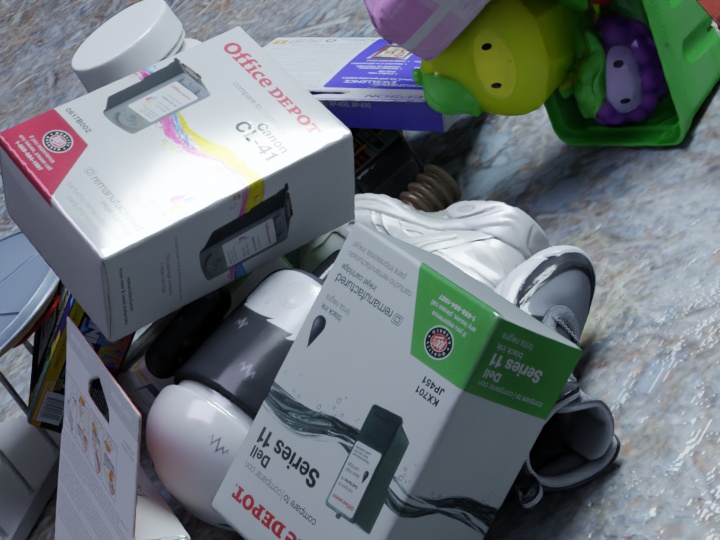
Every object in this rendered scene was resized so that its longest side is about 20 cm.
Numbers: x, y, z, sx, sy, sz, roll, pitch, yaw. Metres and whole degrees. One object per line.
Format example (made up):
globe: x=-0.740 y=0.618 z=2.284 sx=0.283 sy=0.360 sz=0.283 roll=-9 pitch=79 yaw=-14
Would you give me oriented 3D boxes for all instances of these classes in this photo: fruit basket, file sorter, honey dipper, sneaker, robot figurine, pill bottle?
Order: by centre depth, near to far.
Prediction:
sneaker: x=0.120 y=0.069 z=1.245 sx=0.113 sy=0.076 sz=0.201 roll=1 pitch=50 yaw=48
robot figurine: x=-0.053 y=0.081 z=1.345 sx=0.150 sy=0.125 sz=0.200 roll=16 pitch=57 yaw=49
sneaker: x=0.030 y=0.003 z=1.433 sx=0.199 sy=0.078 sz=0.100 roll=-3 pitch=49 yaw=35
fruit basket: x=0.145 y=-0.175 z=1.458 sx=0.155 sy=0.216 sz=0.216 roll=4 pitch=46 yaw=51
honey dipper: x=0.000 y=0.000 z=1.529 sx=0.200 sy=0.038 sz=0.038 roll=-47 pitch=29 yaw=-17
file sorter: x=-0.325 y=0.149 z=1.568 sx=0.138 sy=0.125 sz=0.201 roll=-14 pitch=33 yaw=34
pill bottle: x=-0.152 y=-0.123 z=1.717 sx=0.113 sy=0.201 sz=0.114 roll=-27 pitch=28 yaw=15

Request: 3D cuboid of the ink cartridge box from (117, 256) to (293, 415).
ink cartridge box: x=-0.112 y=0.057 z=1.497 sx=0.117 sy=0.067 sz=0.200 roll=-47 pitch=11 yaw=-20

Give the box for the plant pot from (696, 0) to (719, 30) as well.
plant pot: x=0.319 y=-0.198 z=1.324 sx=0.176 sy=0.200 sz=0.200 roll=-41 pitch=25 yaw=12

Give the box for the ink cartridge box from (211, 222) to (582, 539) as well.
ink cartridge box: x=0.017 y=0.096 z=1.188 sx=0.146 sy=0.083 sz=0.201 roll=33 pitch=99 yaw=45

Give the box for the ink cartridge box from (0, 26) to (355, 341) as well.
ink cartridge box: x=-0.123 y=-0.063 z=1.363 sx=0.199 sy=0.086 sz=0.148 roll=-29 pitch=53 yaw=-23

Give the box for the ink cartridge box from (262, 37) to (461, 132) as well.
ink cartridge box: x=-0.012 y=-0.142 z=1.586 sx=0.196 sy=0.044 sz=0.200 roll=3 pitch=19 yaw=19

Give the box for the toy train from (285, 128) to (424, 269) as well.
toy train: x=-0.036 y=-0.052 z=1.610 sx=0.200 sy=0.085 sz=0.114 roll=-39 pitch=37 yaw=-7

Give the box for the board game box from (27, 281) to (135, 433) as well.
board game box: x=-0.194 y=-0.003 z=1.519 sx=0.166 sy=0.056 sz=0.201 roll=-95 pitch=25 yaw=-53

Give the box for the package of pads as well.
package of pads: x=0.076 y=-0.254 z=1.408 sx=0.200 sy=0.075 sz=0.121 roll=-45 pitch=43 yaw=21

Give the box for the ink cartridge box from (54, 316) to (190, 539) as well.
ink cartridge box: x=-0.160 y=0.143 z=1.349 sx=0.043 sy=0.175 sz=0.200 roll=0 pitch=17 yaw=-22

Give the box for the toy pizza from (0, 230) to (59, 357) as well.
toy pizza: x=-0.294 y=0.045 z=1.526 sx=0.199 sy=0.032 sz=0.201 roll=-31 pitch=26 yaw=17
